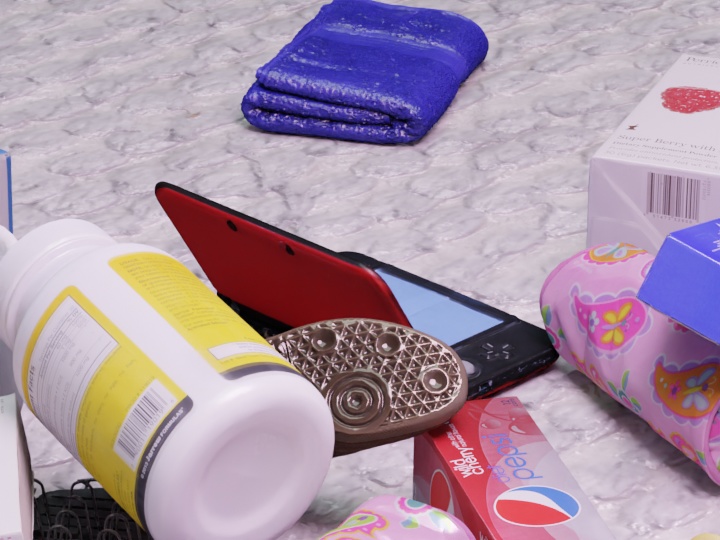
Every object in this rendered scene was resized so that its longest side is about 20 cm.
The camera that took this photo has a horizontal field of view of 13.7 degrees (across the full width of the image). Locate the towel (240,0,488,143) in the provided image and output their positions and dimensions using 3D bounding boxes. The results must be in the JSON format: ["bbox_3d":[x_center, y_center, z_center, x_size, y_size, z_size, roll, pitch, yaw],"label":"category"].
[{"bbox_3d":[0.005,-0.155,2.259,0.147,0.050,0.200,6,25,14],"label":"towel"}]

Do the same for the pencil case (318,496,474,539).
[{"bbox_3d":[-0.024,0.179,1.463,0.087,0.088,0.200,16,29,31],"label":"pencil case"}]

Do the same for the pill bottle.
[{"bbox_3d":[-0.110,0.056,1.557,0.112,0.112,0.200,-16,39,-32],"label":"pill bottle"}]

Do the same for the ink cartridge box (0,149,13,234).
[{"bbox_3d":[-0.310,-0.022,1.852,0.200,0.145,0.084,20,29,36],"label":"ink cartridge box"}]

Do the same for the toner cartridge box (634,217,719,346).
[{"bbox_3d":[0.231,0.011,1.718,0.095,0.043,0.200,31,15,16],"label":"toner cartridge box"}]

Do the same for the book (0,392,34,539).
[{"bbox_3d":[-0.269,0.131,1.537,0.199,0.048,0.134,-11,24,-1],"label":"book"}]

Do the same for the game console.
[{"bbox_3d":[0.000,0.000,1.835,0.172,0.119,0.200,-22,33,-39],"label":"game console"}]

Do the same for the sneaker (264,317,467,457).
[{"bbox_3d":[-0.037,0.075,1.648,0.199,0.076,0.071,-5,65,8],"label":"sneaker"}]

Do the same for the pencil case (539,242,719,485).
[{"bbox_3d":[0.185,0.053,1.765,0.087,0.088,0.200,-12,26,-24],"label":"pencil case"}]

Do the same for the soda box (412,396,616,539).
[{"bbox_3d":[0.082,0.141,1.582,0.063,0.070,0.200,-5,24,-13],"label":"soda box"}]

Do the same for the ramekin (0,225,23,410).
[{"bbox_3d":[-0.281,0.046,1.675,0.200,0.098,0.201,-4,26,2],"label":"ramekin"}]

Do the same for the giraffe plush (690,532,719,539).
[{"bbox_3d":[0.215,0.187,1.407,0.162,0.200,0.173,-19,14,36],"label":"giraffe plush"}]

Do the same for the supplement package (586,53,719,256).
[{"bbox_3d":[0.231,-0.047,1.934,0.121,0.120,0.200,9,26,20],"label":"supplement package"}]

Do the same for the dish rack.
[{"bbox_3d":[-0.129,0.150,1.583,0.153,0.055,0.200,5,25,8],"label":"dish rack"}]
